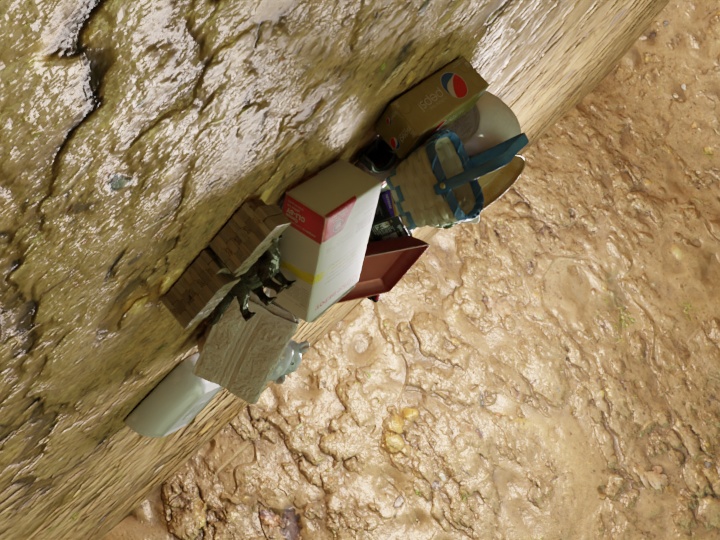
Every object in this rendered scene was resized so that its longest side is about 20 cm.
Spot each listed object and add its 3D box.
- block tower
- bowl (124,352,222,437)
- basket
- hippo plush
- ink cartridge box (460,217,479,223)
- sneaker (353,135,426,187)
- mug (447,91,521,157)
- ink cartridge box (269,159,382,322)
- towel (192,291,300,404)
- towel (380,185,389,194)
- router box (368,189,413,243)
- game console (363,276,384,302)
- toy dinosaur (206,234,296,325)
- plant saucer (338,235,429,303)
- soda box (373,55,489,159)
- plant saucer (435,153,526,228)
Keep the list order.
[{"bbox_3d":[-0.180,-0.012,1.179,0.200,0.054,0.058,-45,173,19],"label":"block tower"},{"bbox_3d":[-0.351,0.250,1.748,0.200,0.075,0.200,-45,172,9],"label":"bowl"},{"bbox_3d":[0.152,-0.148,1.340,0.198,0.141,0.176,-27,-175,29],"label":"basket"},{"bbox_3d":[-0.194,0.145,1.632,0.159,0.161,0.200,-44,174,11],"label":"hippo plush"},{"bbox_3d":[0.173,-0.189,1.722,0.068,0.115,0.203,86,5,-52],"label":"ink cartridge box"},{"bbox_3d":[0.068,-0.202,1.430,0.200,0.077,0.082,-42,167,-27],"label":"sneaker"},{"bbox_3d":[0.177,-0.239,1.588,0.198,0.150,0.175,-28,167,20],"label":"mug"},{"bbox_3d":[-0.055,-0.044,1.335,0.145,0.083,0.202,-38,150,-46],"label":"ink cartridge box"},{"bbox_3d":[-0.197,0.130,1.521,0.202,0.131,0.035,-61,-177,23],"label":"towel"},{"bbox_3d":[0.061,-0.147,1.549,0.196,0.049,0.172,-13,163,-10],"label":"towel"},{"bbox_3d":[0.007,-0.062,1.578,0.155,0.053,0.200,-19,161,7],"label":"router box"},{"bbox_3d":[0.027,-0.052,1.815,0.173,0.117,0.202,98,18,-68],"label":"game console"},{"bbox_3d":[-0.160,0.005,1.285,0.199,0.103,0.077,-39,177,30],"label":"toy dinosaur"},{"bbox_3d":[0.000,0.000,1.589,0.197,0.037,0.200,-12,159,-27],"label":"plant saucer"},{"bbox_3d":[0.112,-0.254,1.368,0.199,0.068,0.064,-39,174,-38],"label":"soda box"},{"bbox_3d":[0.199,-0.149,1.548,0.198,0.036,0.201,-29,162,-10],"label":"plant saucer"}]
